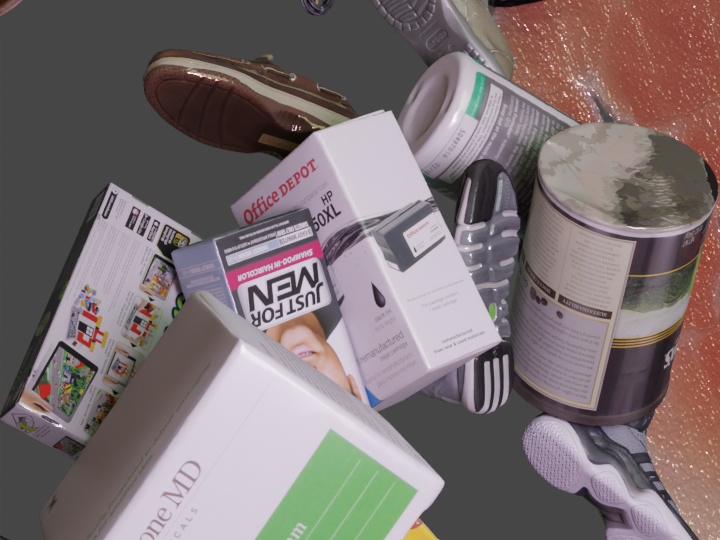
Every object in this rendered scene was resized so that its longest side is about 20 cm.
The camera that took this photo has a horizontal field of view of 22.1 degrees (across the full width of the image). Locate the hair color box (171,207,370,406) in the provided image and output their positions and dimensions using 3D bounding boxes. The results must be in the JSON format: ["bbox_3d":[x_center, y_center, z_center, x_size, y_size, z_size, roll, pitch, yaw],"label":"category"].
[{"bbox_3d":[-0.060,0.065,1.375,0.099,0.060,0.202,-21,95,-41],"label":"hair color box"}]

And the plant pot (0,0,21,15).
[{"bbox_3d":[-0.322,-0.313,1.329,0.199,0.200,0.200,17,52,-28],"label":"plant pot"}]

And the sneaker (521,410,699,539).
[{"bbox_3d":[0.234,0.166,1.553,0.200,0.075,0.114,43,53,-7],"label":"sneaker"}]

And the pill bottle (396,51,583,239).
[{"bbox_3d":[0.135,-0.094,1.585,0.199,0.113,0.114,28,55,-21],"label":"pill bottle"}]

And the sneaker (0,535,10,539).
[{"bbox_3d":[-0.282,0.200,1.195,0.199,0.072,0.084,24,80,-23],"label":"sneaker"}]

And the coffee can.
[{"bbox_3d":[0.198,0.003,1.496,0.145,0.201,0.147,4,38,-3],"label":"coffee can"}]

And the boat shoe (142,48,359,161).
[{"bbox_3d":[-0.087,-0.139,1.486,0.201,0.075,0.075,22,43,-32],"label":"boat shoe"}]

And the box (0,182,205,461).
[{"bbox_3d":[-0.177,0.045,1.349,0.110,0.035,0.201,32,54,-19],"label":"box"}]

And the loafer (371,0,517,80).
[{"bbox_3d":[0.071,-0.234,1.643,0.201,0.075,0.070,58,38,-4],"label":"loafer"}]

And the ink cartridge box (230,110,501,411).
[{"bbox_3d":[0.000,0.000,1.424,0.084,0.144,0.201,-19,79,-39],"label":"ink cartridge box"}]

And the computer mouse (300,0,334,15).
[{"bbox_3d":[-0.031,-0.312,1.632,0.058,0.034,0.202,34,56,-38],"label":"computer mouse"}]

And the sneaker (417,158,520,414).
[{"bbox_3d":[0.063,0.010,1.474,0.075,0.115,0.202,-4,98,-49],"label":"sneaker"}]

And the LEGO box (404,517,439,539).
[{"bbox_3d":[0.008,0.289,1.334,0.149,0.077,0.200,48,50,-6],"label":"LEGO box"}]

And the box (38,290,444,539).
[{"bbox_3d":[-0.085,0.150,1.213,0.171,0.200,0.200,36,89,-15],"label":"box"}]

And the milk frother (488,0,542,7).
[{"bbox_3d":[0.177,-0.354,1.647,0.180,0.198,0.190,-10,87,-65],"label":"milk frother"}]
